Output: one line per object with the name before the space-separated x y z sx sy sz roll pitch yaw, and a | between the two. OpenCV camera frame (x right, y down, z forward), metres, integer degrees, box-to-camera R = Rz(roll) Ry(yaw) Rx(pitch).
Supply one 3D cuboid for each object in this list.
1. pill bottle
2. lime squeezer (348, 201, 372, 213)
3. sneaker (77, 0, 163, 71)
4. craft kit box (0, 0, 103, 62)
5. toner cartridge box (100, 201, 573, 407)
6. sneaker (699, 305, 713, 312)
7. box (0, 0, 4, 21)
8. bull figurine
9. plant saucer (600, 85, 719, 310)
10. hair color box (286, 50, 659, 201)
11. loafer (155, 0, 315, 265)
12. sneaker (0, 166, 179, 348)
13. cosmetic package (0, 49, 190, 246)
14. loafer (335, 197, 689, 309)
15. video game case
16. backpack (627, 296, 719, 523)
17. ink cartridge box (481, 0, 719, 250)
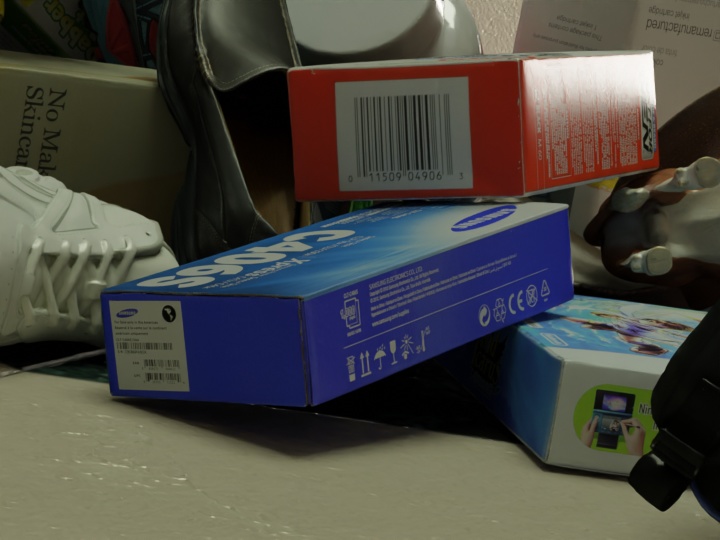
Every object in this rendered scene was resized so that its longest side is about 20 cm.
pill bottle | 0.012 -0.098 1.380 0.119 0.120 0.200 12 -26 17
lime squeezer | 0.000 0.000 1.190 0.038 0.071 0.200 21 36 -9
sneaker | -0.073 -0.091 1.274 0.095 0.200 0.079 -19 6 39
craft kit box | -0.189 -0.119 1.382 0.197 0.049 0.200 9 -31 52
toner cartridge box | -0.004 0.009 1.000 0.095 0.043 0.200 3 12 33
sneaker | 0.235 0.038 1.209 0.199 0.082 0.070 -14 -3 -3
box | -0.230 -0.107 1.269 0.070 0.064 0.200 6 -28 -17
bull figurine | 0.209 -0.031 1.227 0.199 0.065 0.121 -13 -4 2
plant saucer | 0.226 -0.029 1.333 0.200 0.200 0.032 6 43 -27
hair color box | 0.057 -0.069 1.165 0.111 0.064 0.200 -1 4 23
loafer | -0.047 -0.077 1.163 0.073 0.201 0.072 7 -26 -31
sneaker | -0.121 -0.003 1.009 0.099 0.078 0.200 15 9 9
cosmetic package | -0.173 -0.051 1.181 0.200 0.106 0.071 3 12 -34
loafer | 0.075 -0.008 1.295 0.199 0.071 0.073 12 8 11
video game case | 0.142 0.050 1.068 0.181 0.046 0.200 9 8 -12
backpack | 0.218 0.019 0.855 0.200 0.191 0.154 13 -8 22
ink cartridge box | 0.152 -0.074 1.408 0.145 0.201 0.087 3 13 -45
